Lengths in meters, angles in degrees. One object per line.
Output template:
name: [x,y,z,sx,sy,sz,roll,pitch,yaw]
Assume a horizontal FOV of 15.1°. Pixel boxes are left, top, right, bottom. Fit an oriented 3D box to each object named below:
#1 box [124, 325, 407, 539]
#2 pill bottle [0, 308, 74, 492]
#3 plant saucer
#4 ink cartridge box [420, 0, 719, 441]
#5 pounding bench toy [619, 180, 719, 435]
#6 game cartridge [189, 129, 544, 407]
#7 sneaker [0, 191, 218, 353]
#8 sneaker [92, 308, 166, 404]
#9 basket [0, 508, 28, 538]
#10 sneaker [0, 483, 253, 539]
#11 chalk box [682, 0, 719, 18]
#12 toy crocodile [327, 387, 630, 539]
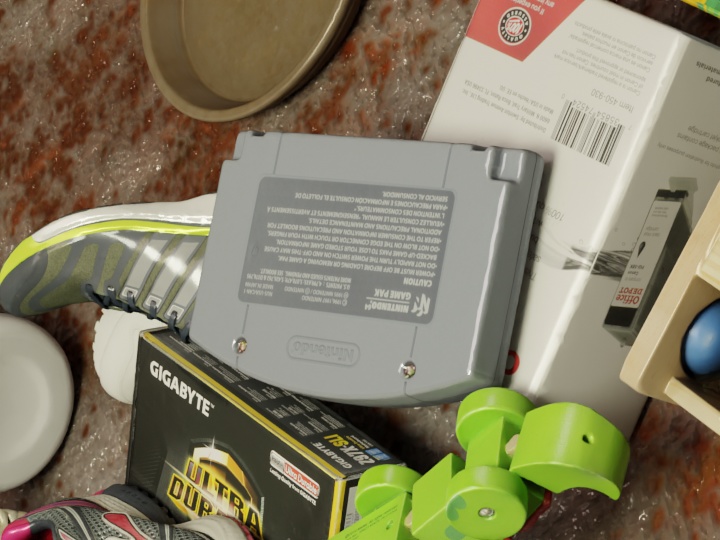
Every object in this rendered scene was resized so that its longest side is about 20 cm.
box: [-0.058,0.138,1.458,0.200,0.049,0.160,33,125,47]
pill bottle: [-0.278,0.064,1.713,0.200,0.112,0.113,17,90,48]
plant saucer: [-0.059,-0.182,1.617,0.200,0.029,0.200,-18,64,43]
ink cartridge box: [0.100,-0.035,1.351,0.147,0.083,0.200,31,101,47]
pounding bench toy: [0.231,-0.001,1.165,0.156,0.124,0.200,39,107,47]
game cartridge: [0.000,0.000,1.351,0.200,0.040,0.133,7,80,44]
sneaker: [-0.102,0.006,1.460,0.200,0.074,0.081,-10,75,16]
sneaker: [-0.078,0.025,1.541,0.200,0.076,0.081,-43,59,32]
basket: [-0.278,0.256,1.616,0.198,0.161,0.200,-31,58,37]
sneaker: [-0.116,0.168,1.440,0.200,0.075,0.081,9,104,53]
chalk box: [0.205,-0.166,1.248,0.200,0.124,0.125,32,102,48]
toy crocodile: [0.044,0.117,1.290,0.200,0.062,0.068,-38,27,35]
